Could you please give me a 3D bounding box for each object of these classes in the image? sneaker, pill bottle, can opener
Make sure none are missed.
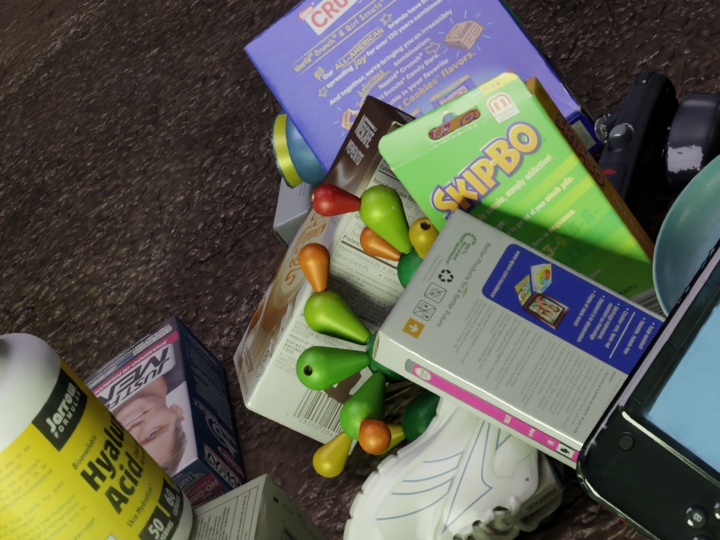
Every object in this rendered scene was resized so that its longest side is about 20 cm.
[{"bbox_3d":[-0.018,-0.136,1.501,0.078,0.066,0.200,-17,34,15],"label":"sneaker"},{"bbox_3d":[0.061,0.123,1.080,0.087,0.075,0.200,28,80,34],"label":"sneaker"},{"bbox_3d":[-0.198,0.108,1.132,0.111,0.200,0.111,-31,27,17],"label":"pill bottle"},{"bbox_3d":[0.166,-0.047,1.209,0.078,0.063,0.200,-10,39,44],"label":"can opener"}]

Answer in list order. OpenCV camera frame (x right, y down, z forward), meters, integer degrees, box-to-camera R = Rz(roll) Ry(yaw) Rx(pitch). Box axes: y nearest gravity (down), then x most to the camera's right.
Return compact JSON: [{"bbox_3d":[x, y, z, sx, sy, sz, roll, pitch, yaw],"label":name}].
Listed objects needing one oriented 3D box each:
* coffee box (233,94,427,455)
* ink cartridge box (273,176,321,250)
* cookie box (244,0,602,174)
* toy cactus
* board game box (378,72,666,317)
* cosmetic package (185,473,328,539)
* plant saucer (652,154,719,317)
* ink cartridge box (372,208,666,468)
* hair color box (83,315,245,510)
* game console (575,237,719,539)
[{"bbox_3d":[0.000,0.000,1.236,0.201,0.079,0.114,-62,14,8],"label":"coffee box"},{"bbox_3d":[0.029,-0.117,1.518,0.200,0.041,0.200,-28,30,23],"label":"ink cartridge box"},{"bbox_3d":[0.044,-0.125,1.358,0.171,0.075,0.200,-36,66,8],"label":"cookie box"},{"bbox_3d":[0.043,0.043,1.152,0.164,0.201,0.102,-7,1,-19],"label":"toy cactus"},{"bbox_3d":[0.102,-0.023,1.101,0.095,0.200,0.030,-26,29,26],"label":"board game box"},{"bbox_3d":[-0.120,0.215,1.170,0.200,0.071,0.105,-28,29,23],"label":"cosmetic package"},{"bbox_3d":[0.257,-0.015,1.044,0.199,0.027,0.201,-19,40,16],"label":"plant saucer"},{"bbox_3d":[0.115,0.052,1.048,0.095,0.199,0.037,-57,-13,-29],"label":"ink cartridge box"},{"bbox_3d":[-0.142,0.123,1.354,0.100,0.061,0.200,-36,28,9],"label":"hair color box"},{"bbox_3d":[0.226,0.061,0.888,0.200,0.172,0.119,-55,3,-10],"label":"game console"}]
